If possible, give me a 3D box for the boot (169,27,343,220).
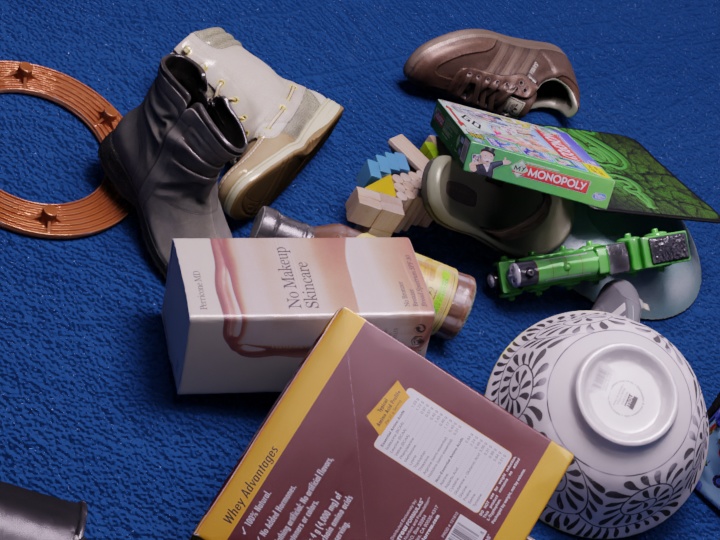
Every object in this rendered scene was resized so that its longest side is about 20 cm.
[{"bbox_3d":[-0.118,-0.135,1.722,0.155,0.072,0.200,36,37,3],"label":"boot"}]

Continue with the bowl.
[{"bbox_3d":[0.209,0.114,1.610,0.200,0.094,0.201,4,70,-10],"label":"bowl"}]

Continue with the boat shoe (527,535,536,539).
[{"bbox_3d":[0.063,0.204,1.517,0.200,0.065,0.072,21,43,-12],"label":"boat shoe"}]

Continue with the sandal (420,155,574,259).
[{"bbox_3d":[0.134,-0.058,1.757,0.201,0.057,0.080,10,72,-48],"label":"sandal"}]

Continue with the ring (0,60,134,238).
[{"bbox_3d":[-0.275,-0.108,1.641,0.200,0.019,0.201,17,43,-17],"label":"ring"}]

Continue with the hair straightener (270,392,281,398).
[{"bbox_3d":[-0.043,0.087,1.580,0.077,0.041,0.200,23,43,-11],"label":"hair straightener"}]

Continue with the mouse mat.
[{"bbox_3d":[0.244,-0.098,1.893,0.160,0.008,0.200,5,25,-27],"label":"mouse mat"}]

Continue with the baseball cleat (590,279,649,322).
[{"bbox_3d":[0.196,0.069,1.720,0.106,0.070,0.200,24,42,-10],"label":"baseball cleat"}]

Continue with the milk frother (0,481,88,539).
[{"bbox_3d":[-0.275,0.180,1.239,0.188,0.200,0.181,20,47,-13],"label":"milk frother"}]

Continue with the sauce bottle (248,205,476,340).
[{"bbox_3d":[0.000,0.000,1.673,0.199,0.065,0.065,20,43,-12],"label":"sauce bottle"}]

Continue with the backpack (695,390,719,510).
[{"bbox_3d":[0.403,0.138,1.683,0.183,0.200,0.134,43,43,10],"label":"backpack"}]

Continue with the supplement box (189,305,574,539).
[{"bbox_3d":[0.009,0.170,1.406,0.200,0.133,0.198,33,74,0],"label":"supplement box"}]

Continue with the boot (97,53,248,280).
[{"bbox_3d":[-0.132,-0.069,1.594,0.068,0.131,0.200,-27,79,-46],"label":"boot"}]

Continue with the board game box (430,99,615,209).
[{"bbox_3d":[0.143,-0.108,1.757,0.134,0.029,0.200,14,14,-10],"label":"board game box"}]

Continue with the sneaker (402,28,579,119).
[{"bbox_3d":[0.139,-0.190,1.927,0.200,0.071,0.076,-4,54,-33],"label":"sneaker"}]

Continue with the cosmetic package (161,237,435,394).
[{"bbox_3d":[-0.052,0.034,1.553,0.199,0.087,0.104,-2,42,-16],"label":"cosmetic package"}]

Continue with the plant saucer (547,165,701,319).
[{"bbox_3d":[0.253,-0.042,1.881,0.200,0.039,0.201,17,45,-17],"label":"plant saucer"}]

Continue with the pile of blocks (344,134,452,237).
[{"bbox_3d":[0.035,-0.070,1.762,0.082,0.062,0.200,46,35,17],"label":"pile of blocks"}]

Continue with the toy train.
[{"bbox_3d":[0.212,-0.007,1.779,0.199,0.056,0.042,-10,90,-22],"label":"toy train"}]
